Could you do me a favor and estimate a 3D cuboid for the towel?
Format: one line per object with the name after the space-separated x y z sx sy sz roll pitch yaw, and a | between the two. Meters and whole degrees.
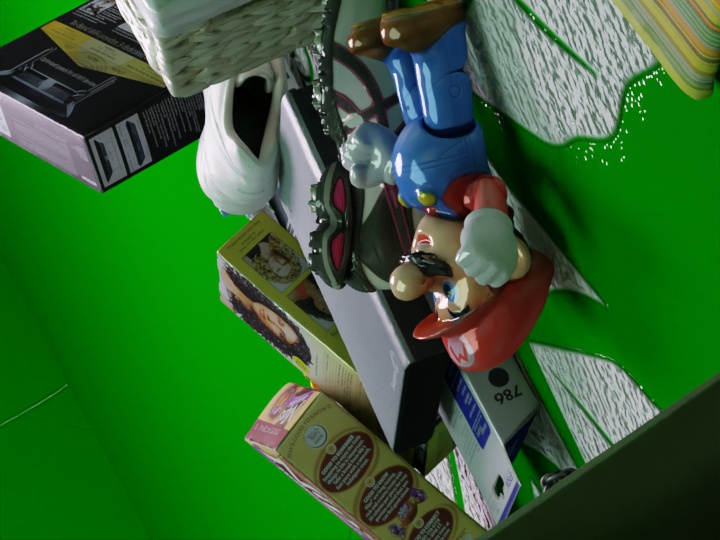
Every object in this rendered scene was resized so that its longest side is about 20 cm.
0.131 -0.150 0.875 0.086 0.018 0.200 55 162 21 | towel

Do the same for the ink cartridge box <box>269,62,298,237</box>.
-0.040 -0.061 1.584 0.201 0.039 0.100 62 165 16 | ink cartridge box

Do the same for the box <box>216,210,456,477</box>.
-0.012 0.050 1.530 0.200 0.050 0.075 39 158 19 | box

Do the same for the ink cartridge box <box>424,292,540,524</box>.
0.064 0.058 1.414 0.100 0.039 0.201 104 142 -67 | ink cartridge box

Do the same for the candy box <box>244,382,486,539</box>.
0.020 0.161 1.536 0.200 0.057 0.117 40 172 -11 | candy box

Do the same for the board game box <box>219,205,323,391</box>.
-0.046 0.029 1.692 0.201 0.026 0.200 62 -178 17 | board game box

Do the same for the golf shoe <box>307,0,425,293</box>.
0.014 -0.087 1.314 0.077 0.088 0.201 -49 -41 -84 | golf shoe

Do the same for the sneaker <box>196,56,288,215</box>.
-0.075 -0.143 1.495 0.080 0.070 0.201 131 135 -67 | sneaker

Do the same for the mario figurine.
0.035 -0.040 1.210 0.123 0.106 0.201 -25 -81 -74 | mario figurine

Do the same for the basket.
-0.105 -0.224 1.394 0.200 0.135 0.124 61 167 23 | basket

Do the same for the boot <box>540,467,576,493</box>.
0.148 0.179 1.232 0.174 0.069 0.200 57 166 31 | boot

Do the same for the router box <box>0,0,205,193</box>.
-0.190 -0.143 1.714 0.200 0.157 0.052 29 143 48 | router box

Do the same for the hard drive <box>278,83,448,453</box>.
0.000 0.000 1.414 0.140 0.033 0.201 96 152 -63 | hard drive

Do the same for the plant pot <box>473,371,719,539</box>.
0.177 0.180 0.906 0.200 0.200 0.177 47 169 53 | plant pot
